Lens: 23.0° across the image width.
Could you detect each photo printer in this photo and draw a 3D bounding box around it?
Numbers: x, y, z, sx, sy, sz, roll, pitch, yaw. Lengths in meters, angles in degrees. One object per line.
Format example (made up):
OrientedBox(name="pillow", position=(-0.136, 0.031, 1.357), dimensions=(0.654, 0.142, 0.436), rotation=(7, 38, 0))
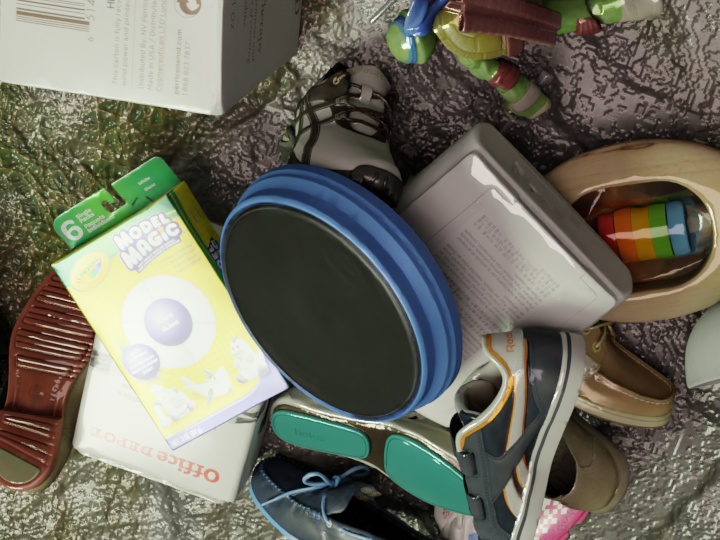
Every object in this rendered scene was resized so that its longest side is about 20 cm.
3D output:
OrientedBox(name="photo printer", position=(0.072, 0.013, 1.290), dimensions=(0.166, 0.069, 0.200), rotation=(45, 119, -8))

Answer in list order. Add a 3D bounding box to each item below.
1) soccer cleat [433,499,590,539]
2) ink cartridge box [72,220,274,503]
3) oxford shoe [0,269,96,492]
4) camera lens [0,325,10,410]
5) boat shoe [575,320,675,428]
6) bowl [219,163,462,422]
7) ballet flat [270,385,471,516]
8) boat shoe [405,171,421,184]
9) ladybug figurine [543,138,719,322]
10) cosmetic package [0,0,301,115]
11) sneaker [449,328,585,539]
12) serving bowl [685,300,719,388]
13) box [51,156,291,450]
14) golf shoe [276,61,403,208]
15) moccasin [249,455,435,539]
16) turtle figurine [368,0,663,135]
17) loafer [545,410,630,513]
OrientedBox(name="soccer cleat", position=(0.113, 0.195, 1.416), dimensions=(0.086, 0.070, 0.200), rotation=(36, 115, -15))
OrientedBox(name="ink cartridge box", position=(-0.137, 0.067, 1.430), dimensions=(0.144, 0.084, 0.201), rotation=(19, 111, 6))
OrientedBox(name="oxford shoe", position=(-0.251, 0.085, 1.457), dimensions=(0.070, 0.075, 0.201), rotation=(17, 79, 11))
OrientedBox(name="camera lens", position=(-0.398, 0.099, 1.464), dimensions=(0.200, 0.160, 0.160), rotation=(-31, 99, 21))
OrientedBox(name="boat shoe", position=(0.158, 0.051, 1.358), dimensions=(0.199, 0.074, 0.067), rotation=(28, 118, 3))
OrientedBox(name="bowl", position=(-0.019, 0.021, 1.246), dimensions=(0.200, 0.039, 0.201), rotation=(29, 140, 27))
OrientedBox(name="ballet flat", position=(0.025, 0.130, 1.414), dimensions=(0.199, 0.069, 0.070), rotation=(20, 113, 17))
OrientedBox(name="boat shoe", position=(0.000, 0.000, 1.380), dimensions=(0.071, 0.070, 0.201), rotation=(26, 116, -3))
OrientedBox(name="ladybug figurine", position=(0.213, -0.033, 1.314), dimensions=(0.199, 0.072, 0.136), rotation=(-4, 104, 16))
OrientedBox(name="cosmetic package", position=(-0.143, -0.223, 1.267), dimensions=(0.166, 0.200, 0.168), rotation=(9, 111, 11))
OrientedBox(name="sneaker", position=(0.098, 0.127, 1.266), dimensions=(0.079, 0.079, 0.201), rotation=(10, 115, -7))
OrientedBox(name="serving bowl", position=(0.322, 0.030, 1.257), dimensions=(0.199, 0.200, 0.066), rotation=(-16, 81, 18))
OrientedBox(name="box", position=(-0.146, 0.024, 1.348), dimensions=(0.117, 0.048, 0.200), rotation=(-30, 97, 19))
OrientedBox(name="golf shoe", position=(-0.010, -0.105, 1.285), dimensions=(0.077, 0.200, 0.095), rotation=(21, 98, -22))
OrientedBox(name="moccasin", position=(-0.002, 0.197, 1.430), dimensions=(0.200, 0.080, 0.068), rotation=(28, 121, 26))
OrientedBox(name="turtle figurine", position=(0.106, -0.188, 1.280), dimensions=(0.193, 0.200, 0.144), rotation=(-22, 59, -3))
OrientedBox(name="loafer", position=(0.117, 0.114, 1.362), dimensions=(0.200, 0.068, 0.076), rotation=(33, 101, 27))
